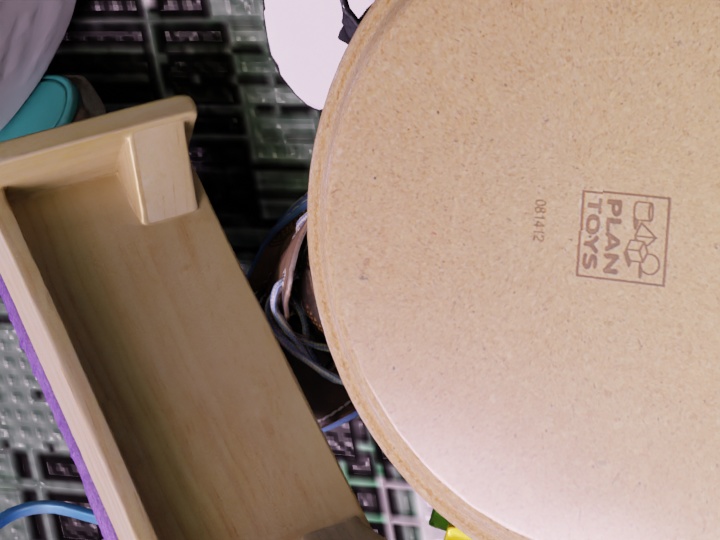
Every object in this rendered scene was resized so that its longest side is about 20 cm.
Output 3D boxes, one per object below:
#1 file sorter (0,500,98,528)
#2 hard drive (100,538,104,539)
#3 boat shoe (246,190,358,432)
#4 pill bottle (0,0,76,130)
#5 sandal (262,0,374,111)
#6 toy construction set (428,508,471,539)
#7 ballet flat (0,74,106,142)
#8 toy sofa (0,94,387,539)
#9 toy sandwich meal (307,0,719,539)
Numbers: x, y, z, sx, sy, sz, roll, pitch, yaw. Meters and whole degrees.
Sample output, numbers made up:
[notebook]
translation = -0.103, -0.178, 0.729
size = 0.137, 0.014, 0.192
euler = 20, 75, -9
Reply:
[file sorter]
translation = -0.106, 0.209, 1.037
size = 0.122, 0.139, 0.201
euler = 14, 121, 26
[hard drive]
translation = -0.036, 0.185, 1.086
size = 0.132, 0.025, 0.200
euler = -30, 99, 36
[boat shoe]
translation = 0.000, 0.000, 0.940
size = 0.072, 0.072, 0.200
euler = 40, 127, 2
[pill bottle]
translation = -0.204, -0.126, 0.953
size = 0.200, 0.110, 0.110
euler = 34, 126, 12
[sandal]
translation = 0.034, -0.118, 0.878
size = 0.200, 0.043, 0.076
euler = -37, 95, 36
[toy construction set]
translation = 0.057, 0.107, 0.883
size = 0.092, 0.201, 0.131
euler = 7, 144, -6
[ballet flat]
translation = -0.154, -0.020, 1.029
size = 0.199, 0.068, 0.062
euler = -19, 133, 37
[toy sofa]
translation = -0.064, 0.051, 0.914
size = 0.201, 0.082, 0.098
euler = 63, 155, 22
[toy sandwich meal]
translation = 0.082, -0.016, 0.688
size = 0.204, 0.070, 0.207
euler = 3, 98, 25
